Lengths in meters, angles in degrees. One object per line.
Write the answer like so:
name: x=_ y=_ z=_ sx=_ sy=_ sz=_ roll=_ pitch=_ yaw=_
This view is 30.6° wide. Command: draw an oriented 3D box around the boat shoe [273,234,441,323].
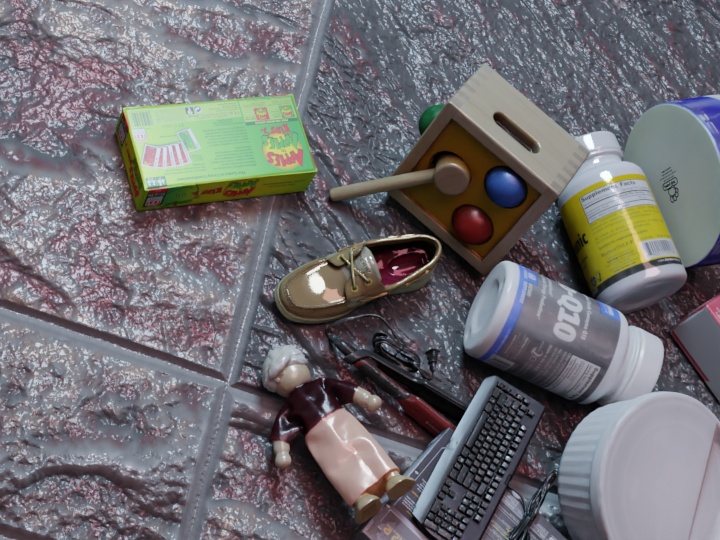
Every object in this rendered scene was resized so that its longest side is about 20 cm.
boat shoe: x=0.000 y=0.000 z=1.428 sx=0.199 sy=0.066 sz=0.074 roll=-20 pitch=73 yaw=-29

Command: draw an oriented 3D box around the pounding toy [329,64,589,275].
pounding toy: x=0.108 y=-0.107 z=1.476 sx=0.200 sy=0.184 sz=0.142 roll=40 pitch=44 yaw=1

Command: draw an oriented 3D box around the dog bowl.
dog bowl: x=0.400 y=-0.105 z=1.568 sx=0.078 sy=0.200 sz=0.201 roll=-9 pitch=68 yaw=-23

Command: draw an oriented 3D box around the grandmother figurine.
grandmother figurine: x=-0.038 y=0.156 z=1.319 sx=0.121 sy=0.061 sz=0.200 roll=-27 pitch=62 yaw=-21

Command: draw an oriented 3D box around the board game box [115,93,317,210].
board game box: x=-0.157 y=-0.131 z=1.442 sx=0.199 sy=0.048 sz=0.102 roll=-9 pitch=68 yaw=-26

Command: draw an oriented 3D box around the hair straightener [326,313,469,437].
hair straightener: x=0.051 y=0.111 z=1.415 sx=0.199 sy=0.041 sz=0.077 roll=34 pitch=56 yaw=3

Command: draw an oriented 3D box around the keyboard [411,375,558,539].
keyboard: x=0.143 y=0.211 z=1.348 sx=0.127 sy=0.021 sz=0.200 roll=35 pitch=56 yaw=-2

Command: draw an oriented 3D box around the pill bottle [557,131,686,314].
pill bottle: x=0.299 y=-0.058 z=1.555 sx=0.111 sy=0.111 sz=0.201 roll=-7 pitch=67 yaw=-25

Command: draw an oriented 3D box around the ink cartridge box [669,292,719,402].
ink cartridge box: x=0.495 y=0.074 z=1.585 sx=0.199 sy=0.085 sz=0.146 roll=-28 pitch=77 yaw=-33

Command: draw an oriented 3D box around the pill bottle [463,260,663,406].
pill bottle: x=0.224 y=0.078 z=1.452 sx=0.199 sy=0.114 sz=0.114 roll=24 pitch=58 yaw=-10

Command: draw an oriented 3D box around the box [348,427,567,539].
box: x=0.110 y=0.285 z=1.336 sx=0.200 sy=0.048 sz=0.158 roll=42 pitch=57 yaw=4

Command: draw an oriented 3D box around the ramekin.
ramekin: x=0.296 y=0.228 z=1.384 sx=0.201 sy=0.094 sz=0.204 roll=3 pitch=85 yaw=-32
